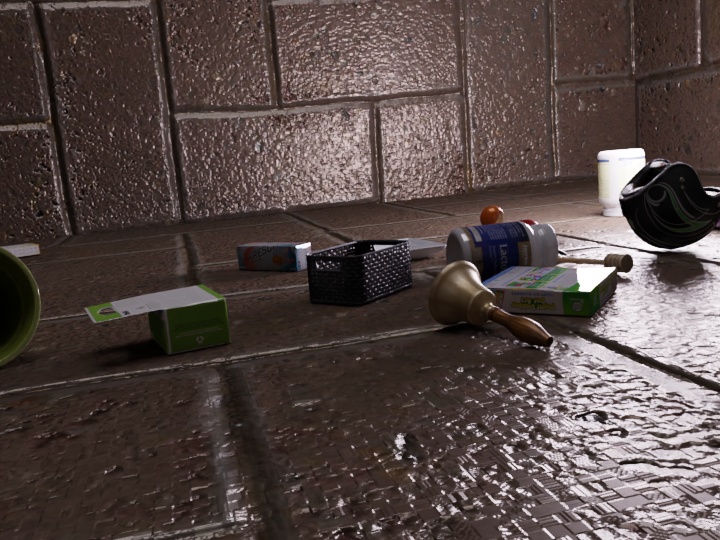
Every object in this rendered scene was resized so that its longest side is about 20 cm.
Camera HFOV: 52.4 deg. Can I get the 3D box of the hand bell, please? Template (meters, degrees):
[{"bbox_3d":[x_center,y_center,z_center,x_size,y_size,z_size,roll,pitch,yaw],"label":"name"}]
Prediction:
[{"bbox_3d":[0.198,0.067,1.052,0.103,0.106,0.199,-11,24,-31],"label":"hand bell"}]

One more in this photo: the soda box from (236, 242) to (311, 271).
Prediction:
[{"bbox_3d":[-0.219,-0.036,1.854,0.198,0.065,0.068,1,11,34],"label":"soda box"}]

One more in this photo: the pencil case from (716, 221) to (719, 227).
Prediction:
[{"bbox_3d":[0.919,-0.157,1.914,0.083,0.087,0.200,-6,9,-15],"label":"pencil case"}]

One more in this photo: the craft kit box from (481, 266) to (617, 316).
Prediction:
[{"bbox_3d":[0.319,0.031,1.250,0.195,0.049,0.199,-2,10,32],"label":"craft kit box"}]

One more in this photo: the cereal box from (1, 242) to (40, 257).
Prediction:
[{"bbox_3d":[-1.269,-0.065,2.627,0.198,0.040,0.143,-12,12,-33],"label":"cereal box"}]

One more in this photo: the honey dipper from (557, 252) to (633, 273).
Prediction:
[{"bbox_3d":[0.466,-0.020,1.494,0.038,0.039,0.199,-10,9,-27],"label":"honey dipper"}]

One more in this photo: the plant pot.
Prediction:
[{"bbox_3d":[-0.638,0.067,1.179,0.198,0.203,0.189,-11,-2,-35],"label":"plant pot"}]

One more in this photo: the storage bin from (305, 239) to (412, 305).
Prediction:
[{"bbox_3d":[0.000,0.000,1.441,0.134,0.095,0.199,2,11,37],"label":"storage bin"}]

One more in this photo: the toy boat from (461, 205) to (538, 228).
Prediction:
[{"bbox_3d":[0.283,-0.076,1.547,0.197,0.132,0.131,-4,36,10],"label":"toy boat"}]

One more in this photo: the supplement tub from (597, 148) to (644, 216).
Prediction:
[{"bbox_3d":[0.832,-0.281,2.334,0.143,0.203,0.145,-5,10,1],"label":"supplement tub"}]

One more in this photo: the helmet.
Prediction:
[{"bbox_3d":[0.698,-0.143,1.633,0.200,0.191,0.200,-43,6,6],"label":"helmet"}]

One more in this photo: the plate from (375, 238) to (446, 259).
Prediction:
[{"bbox_3d":[0.089,-0.049,1.864,0.197,0.033,0.199,-9,10,-26],"label":"plate"}]

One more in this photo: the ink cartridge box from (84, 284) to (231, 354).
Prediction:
[{"bbox_3d":[-0.325,0.084,1.166,0.197,0.077,0.147,-11,12,-25],"label":"ink cartridge box"}]

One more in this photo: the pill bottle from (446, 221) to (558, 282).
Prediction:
[{"bbox_3d":[0.276,-0.035,1.430,0.197,0.118,0.116,-8,10,-12],"label":"pill bottle"}]

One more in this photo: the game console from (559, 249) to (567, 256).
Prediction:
[{"bbox_3d":[0.352,-0.041,1.726,0.175,0.117,0.200,-37,15,-7],"label":"game console"}]
